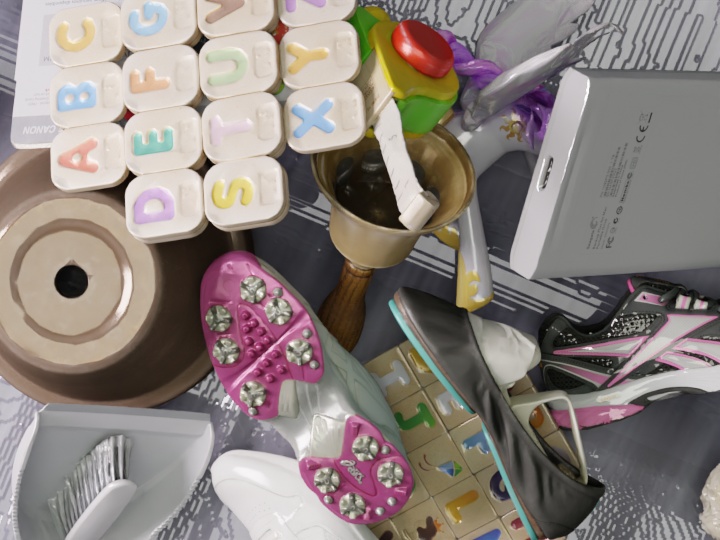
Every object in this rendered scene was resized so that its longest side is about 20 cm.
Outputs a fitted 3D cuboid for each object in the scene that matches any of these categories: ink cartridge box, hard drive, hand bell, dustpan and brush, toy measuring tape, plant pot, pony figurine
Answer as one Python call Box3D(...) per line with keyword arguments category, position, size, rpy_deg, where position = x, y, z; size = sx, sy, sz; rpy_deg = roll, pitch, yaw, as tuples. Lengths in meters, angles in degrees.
Box3D(category="ink cartridge box", position=(-0.111, -0.151, 1.370), size=(0.199, 0.084, 0.176), rpy_deg=(-1, 73, 20))
Box3D(category="hard drive", position=(0.187, -0.062, 1.368), size=(0.026, 0.200, 0.132), rpy_deg=(34, 117, 41))
Box3D(category="hand bell", position=(0.000, 0.000, 1.393), size=(0.104, 0.200, 0.104), rpy_deg=(8, 49, -9))
Box3D(category="dustpan and brush", position=(-0.188, 0.177, 1.443), size=(0.200, 0.139, 0.057), rpy_deg=(-54, 46, 33))
Box3D(category="toy measuring tape", position=(0.033, -0.090, 1.287), size=(0.073, 0.200, 0.074), rpy_deg=(-9, 135, -9))
Box3D(category="plant pot", position=(-0.170, 0.002, 1.387), size=(0.199, 0.175, 0.201), rpy_deg=(0, 93, 0))
Box3D(category="pony figurine", position=(0.093, -0.098, 1.400), size=(0.193, 0.167, 0.200), rpy_deg=(-26, 106, 11))

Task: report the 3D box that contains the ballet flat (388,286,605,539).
Box3D(category="ballet flat", position=(0.094, 0.080, 1.383), size=(0.068, 0.068, 0.200), rpy_deg=(-30, 109, 6))

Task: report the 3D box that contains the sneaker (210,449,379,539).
Box3D(category="sneaker", position=(-0.030, 0.198, 1.415), size=(0.200, 0.075, 0.100), rpy_deg=(42, 56, 8))

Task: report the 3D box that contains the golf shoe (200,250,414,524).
Box3D(category="golf shoe", position=(-0.036, 0.069, 1.393), size=(0.075, 0.092, 0.200), rpy_deg=(-29, 104, 14))

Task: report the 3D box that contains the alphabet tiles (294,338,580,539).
Box3D(category="alphabet tiles", position=(0.040, 0.136, 1.448), size=(0.200, 0.006, 0.167), rpy_deg=(-30, 92, 17))

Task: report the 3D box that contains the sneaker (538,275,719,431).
Box3D(category="sneaker", position=(0.209, 0.040, 1.428), size=(0.199, 0.080, 0.087), rpy_deg=(-17, 91, 1))

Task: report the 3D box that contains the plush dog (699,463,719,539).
Box3D(category="plush dog", position=(0.342, 0.196, 1.413), size=(0.199, 0.161, 0.172), rpy_deg=(-22, 119, 4))

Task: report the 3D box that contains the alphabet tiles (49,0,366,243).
Box3D(category="alphabet tiles", position=(-0.095, -0.117, 1.293), size=(0.195, 0.015, 0.201), rpy_deg=(-8, 72, 13))
